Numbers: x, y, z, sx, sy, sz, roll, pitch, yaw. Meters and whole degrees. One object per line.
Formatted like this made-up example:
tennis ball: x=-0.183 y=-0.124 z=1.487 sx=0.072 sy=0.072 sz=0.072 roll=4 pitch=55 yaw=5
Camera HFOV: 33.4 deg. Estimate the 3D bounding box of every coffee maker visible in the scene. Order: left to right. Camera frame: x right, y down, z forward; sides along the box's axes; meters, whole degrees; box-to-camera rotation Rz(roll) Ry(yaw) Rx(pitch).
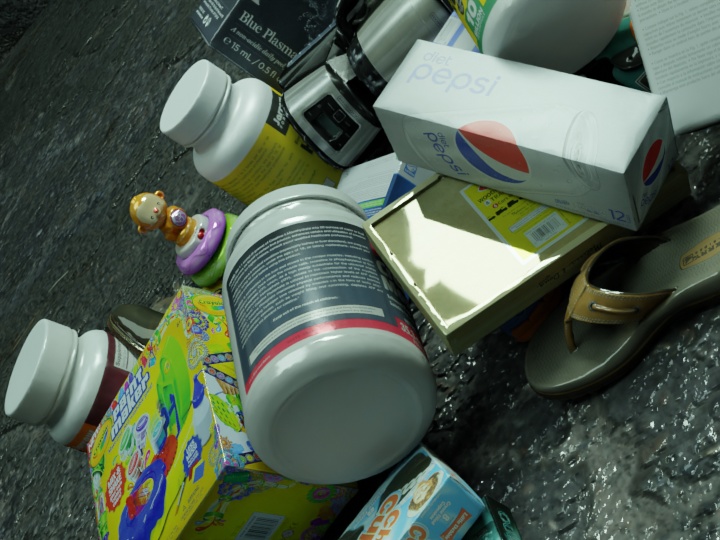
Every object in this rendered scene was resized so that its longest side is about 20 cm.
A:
coffee maker: x=0.034 y=-0.205 z=1.153 sx=0.199 sy=0.136 sz=0.192 roll=-38 pitch=-7 yaw=25

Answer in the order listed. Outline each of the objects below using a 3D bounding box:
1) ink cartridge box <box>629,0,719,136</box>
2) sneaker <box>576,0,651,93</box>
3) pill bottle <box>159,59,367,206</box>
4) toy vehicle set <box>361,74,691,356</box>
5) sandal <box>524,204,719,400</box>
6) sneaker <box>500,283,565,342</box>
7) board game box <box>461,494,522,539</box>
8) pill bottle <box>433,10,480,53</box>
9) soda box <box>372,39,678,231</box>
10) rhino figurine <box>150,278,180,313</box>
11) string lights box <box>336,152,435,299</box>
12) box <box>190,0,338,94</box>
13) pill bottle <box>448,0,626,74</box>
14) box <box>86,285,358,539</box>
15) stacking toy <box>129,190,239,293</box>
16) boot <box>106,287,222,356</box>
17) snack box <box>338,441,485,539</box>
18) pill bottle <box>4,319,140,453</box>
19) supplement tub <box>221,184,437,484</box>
ink cartridge box: x=0.255 y=-0.195 z=0.740 sx=0.199 sy=0.043 sz=0.176 roll=-17 pitch=87 yaw=45
sneaker: x=0.228 y=-0.163 z=0.854 sx=0.199 sy=0.071 sz=0.081 roll=-18 pitch=49 yaw=60
pill bottle: x=-0.097 y=-0.120 z=1.194 sx=0.111 sy=0.199 sz=0.112 roll=-38 pitch=34 yaw=33
toy vehicle set: x=0.113 y=-0.043 z=0.840 sx=0.199 sy=0.027 sz=0.125 roll=-34 pitch=50 yaw=-3
sandal: x=0.176 y=0.011 z=0.775 sx=0.199 sy=0.054 sz=0.083 roll=-36 pitch=35 yaw=36
sneaker: x=0.095 y=-0.033 z=0.926 sx=0.075 sy=0.078 sz=0.201 roll=-48 pitch=30 yaw=16
board game box: x=0.041 y=0.261 z=0.779 sx=0.200 sy=0.028 sz=0.136 roll=-48 pitch=30 yaw=19
pill bottle: x=0.147 y=-0.220 z=0.990 sx=0.201 sy=0.111 sz=0.112 roll=-55 pitch=28 yaw=5
soda box: x=0.110 y=-0.095 z=0.819 sx=0.198 sy=0.064 sz=0.069 roll=21 pitch=66 yaw=33
rhino figurine: x=-0.198 y=0.061 z=1.330 sx=0.087 sy=0.060 sz=0.200 roll=-41 pitch=26 yaw=-8
string lights box: x=0.000 y=0.000 z=1.070 sx=0.102 sy=0.059 sz=0.202 roll=-12 pitch=53 yaw=54
box: x=-0.038 y=-0.275 z=1.252 sx=0.201 sy=0.195 sz=0.118 roll=-53 pitch=28 yaw=9
pill bottle: x=0.104 y=-0.243 z=0.886 sx=0.113 sy=0.112 sz=0.202 roll=-43 pitch=54 yaw=26
box: x=-0.122 y=0.160 z=0.984 sx=0.201 sy=0.121 sz=0.194 roll=-55 pitch=36 yaw=28
stacking toy: x=-0.137 y=-0.019 z=1.162 sx=0.109 sy=0.199 sz=0.117 roll=-1 pitch=60 yaw=58
boot: x=-0.146 y=0.045 z=1.131 sx=0.075 sy=0.197 sz=0.098 roll=-36 pitch=-37 yaw=-64
snack box: x=0.000 y=0.215 z=0.822 sx=0.201 sy=0.037 sz=0.116 roll=-51 pitch=9 yaw=-3
pill bottle: x=-0.233 y=0.127 z=1.163 sx=0.114 sy=0.198 sz=0.115 roll=-44 pitch=32 yaw=39
supplement tub: x=-0.030 y=0.044 z=0.898 sx=0.140 sy=0.139 sz=0.201 roll=-45 pitch=36 yaw=23
